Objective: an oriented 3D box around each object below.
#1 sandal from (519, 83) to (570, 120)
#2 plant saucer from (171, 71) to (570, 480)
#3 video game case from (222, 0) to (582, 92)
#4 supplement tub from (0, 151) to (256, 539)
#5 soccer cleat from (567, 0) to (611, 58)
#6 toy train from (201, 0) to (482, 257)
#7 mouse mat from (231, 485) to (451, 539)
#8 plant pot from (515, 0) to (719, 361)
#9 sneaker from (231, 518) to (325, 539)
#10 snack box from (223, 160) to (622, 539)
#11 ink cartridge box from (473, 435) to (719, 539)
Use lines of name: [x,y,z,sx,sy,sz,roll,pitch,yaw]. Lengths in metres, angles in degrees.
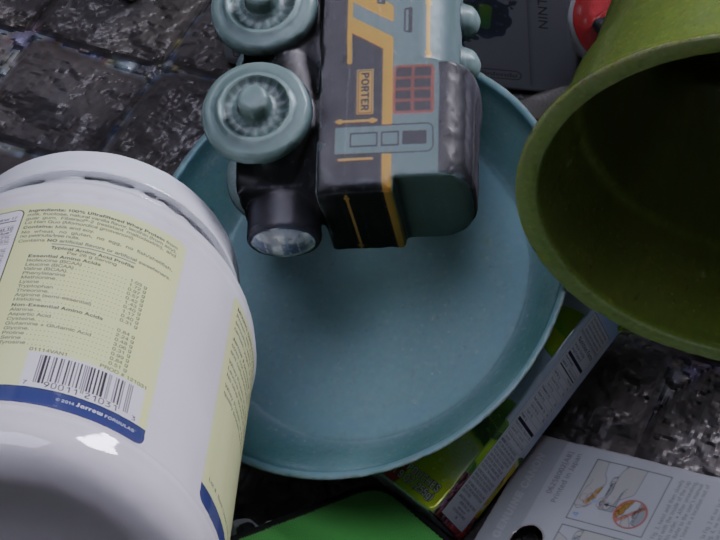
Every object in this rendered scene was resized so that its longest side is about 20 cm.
sandal: [0.038,-0.056,0.971,0.198,0.055,0.082,-12,50,-2]
plant saucer: [0.000,0.000,0.852,0.198,0.036,0.202,-8,65,17]
video game case: [0.014,-0.170,0.986,0.198,0.183,0.024,7,50,13]
supplement tub: [-0.114,0.058,0.729,0.144,0.146,0.201,-3,33,5]
soccer cleat: [0.182,-0.072,0.950,0.200,0.085,0.069,39,82,3]
toy train: [-0.004,-0.099,0.836,0.113,0.085,0.201,-1,64,6]
mouse mat: [0.010,0.159,0.744,0.160,0.008,0.200,-16,41,-37]
plant pot: [0.175,-0.093,0.788,0.198,0.201,0.191,5,54,12]
sneaker: [-0.074,0.155,0.805,0.198,0.082,0.075,0,35,-18]
snack box: [0.010,0.007,0.897,0.200,0.053,0.143,35,81,29]
ink cartridge box: [0.130,0.158,0.800,0.199,0.057,0.163,7,49,38]
